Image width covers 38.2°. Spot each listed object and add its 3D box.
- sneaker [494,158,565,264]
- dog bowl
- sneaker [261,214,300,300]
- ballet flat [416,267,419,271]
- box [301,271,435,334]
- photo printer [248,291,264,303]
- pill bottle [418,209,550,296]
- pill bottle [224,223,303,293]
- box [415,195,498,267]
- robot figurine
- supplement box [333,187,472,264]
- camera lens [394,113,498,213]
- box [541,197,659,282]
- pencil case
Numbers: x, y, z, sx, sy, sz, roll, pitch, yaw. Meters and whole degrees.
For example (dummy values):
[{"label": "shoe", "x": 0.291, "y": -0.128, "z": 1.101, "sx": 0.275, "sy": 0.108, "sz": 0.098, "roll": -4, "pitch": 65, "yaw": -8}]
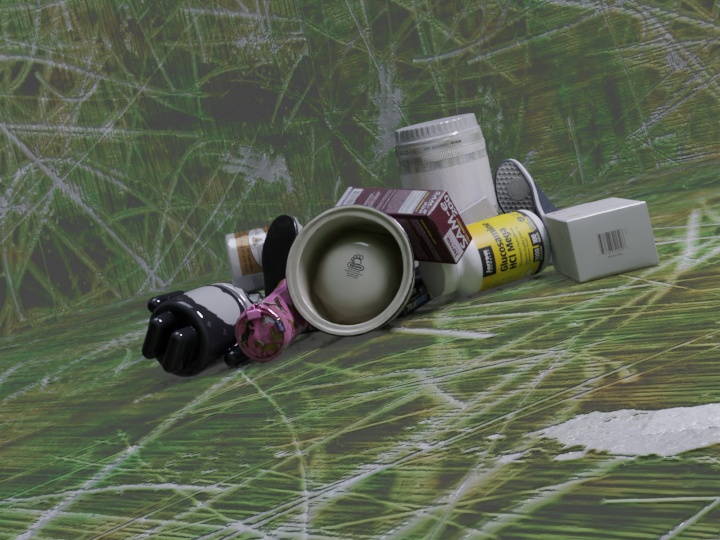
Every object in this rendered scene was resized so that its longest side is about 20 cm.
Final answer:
[{"label": "sneaker", "x": 0.326, "y": -0.113, "z": 1.880, "sx": 0.077, "sy": 0.202, "sz": 0.146, "roll": -30, "pitch": -6, "yaw": 35}, {"label": "dog bowl", "x": -0.008, "y": 0.005, "z": 1.566, "sx": 0.200, "sy": 0.200, "sz": 0.074, "roll": -12, "pitch": -14, "yaw": 15}, {"label": "sneaker", "x": -0.108, "y": 0.006, "z": 1.831, "sx": 0.084, "sy": 0.200, "sz": 0.121, "roll": 0, "pitch": -4, "yaw": 28}, {"label": "ballet flat", "x": 0.120, "y": -0.024, "z": 1.871, "sx": 0.073, "sy": 0.073, "sz": 0.200, "roll": -9, "pitch": -10, "yaw": 39}, {"label": "box", "x": 0.019, "y": 0.051, "z": 1.742, "sx": 0.200, "sy": 0.050, "sz": 0.198, "roll": -12, "pitch": 5, "yaw": 26}, {"label": "photo printer", "x": -0.270, "y": 0.095, "z": 1.887, "sx": 0.200, "sy": 0.069, "sz": 0.166, "roll": -14, "pitch": 5, "yaw": -2}, {"label": "pill bottle", "x": 0.200, "y": -0.024, "z": 1.697, "sx": 0.200, "sy": 0.113, "sz": 0.112, "roll": -17, "pitch": 6, "yaw": -24}, {"label": "pill bottle", "x": -0.143, "y": -0.028, "z": 1.915, "sx": 0.200, "sy": 0.114, "sz": 0.114, "roll": -11, "pitch": 5, "yaw": -6}, {"label": "box", "x": 0.137, "y": -0.057, "z": 1.755, "sx": 0.200, "sy": 0.041, "sz": 0.039, "roll": -34, "pitch": 4, "yaw": 1}, {"label": "robot figurine", "x": -0.242, "y": 0.088, "z": 1.589, "sx": 0.125, "sy": 0.150, "sz": 0.200, "roll": -26, "pitch": -2, "yaw": 33}, {"label": "supplement box", "x": 0.064, "y": -0.072, "z": 1.624, "sx": 0.200, "sy": 0.109, "sz": 0.061, "roll": 7, "pitch": 52, "yaw": 42}, {"label": "camera lens", "x": 0.152, "y": -0.165, "z": 1.843, "sx": 0.160, "sy": 0.200, "sz": 0.160, "roll": -12, "pitch": 9, "yaw": 2}, {"label": "box", "x": 0.370, "y": -0.051, "z": 1.622, "sx": 0.124, "sy": 0.098, "sz": 0.200, "roll": -14, "pitch": 6, "yaw": 2}, {"label": "pencil case", "x": -0.122, "y": 0.069, "z": 1.591, "sx": 0.087, "sy": 0.083, "sz": 0.200, "roll": -53, "pitch": -3, "yaw": 21}]
